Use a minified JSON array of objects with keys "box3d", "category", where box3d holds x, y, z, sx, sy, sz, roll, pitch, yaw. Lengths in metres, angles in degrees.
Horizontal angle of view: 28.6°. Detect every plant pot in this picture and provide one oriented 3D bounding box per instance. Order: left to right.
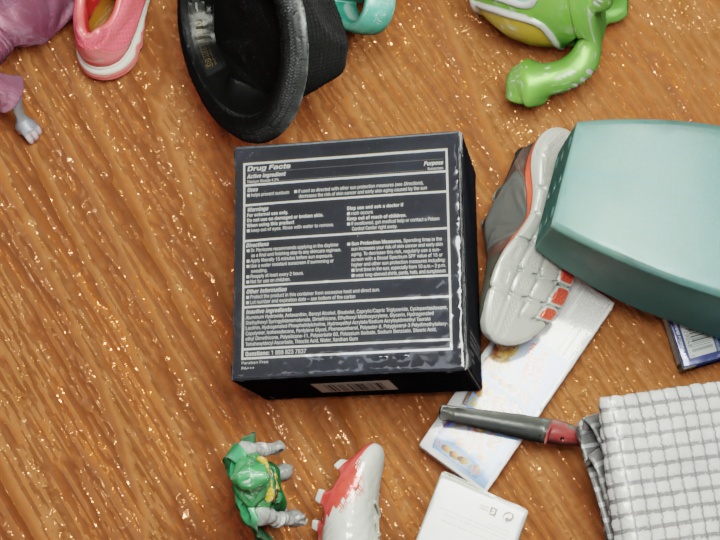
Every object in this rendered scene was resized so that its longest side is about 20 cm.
[{"box3d":[0.251,-0.042,1.144,0.198,0.141,0.143,17,79,1],"category":"plant pot"}]

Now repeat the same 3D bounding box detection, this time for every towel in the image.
[{"box3d":[0.280,0.178,1.152,0.198,0.086,0.168,-7,78,-16],"category":"towel"}]

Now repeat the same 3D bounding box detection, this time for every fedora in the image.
[{"box3d":[-0.074,-0.207,1.199,0.091,0.200,0.202,-12,74,-35],"category":"fedora"}]

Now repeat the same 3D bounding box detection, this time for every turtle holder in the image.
[{"box3d":[0.166,-0.254,1.258,0.130,0.141,0.187,-2,117,18],"category":"turtle holder"}]

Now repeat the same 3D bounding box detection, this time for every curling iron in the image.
[{"box3d":[0.161,0.146,1.191,0.198,0.026,0.050,18,79,-6],"category":"curling iron"}]

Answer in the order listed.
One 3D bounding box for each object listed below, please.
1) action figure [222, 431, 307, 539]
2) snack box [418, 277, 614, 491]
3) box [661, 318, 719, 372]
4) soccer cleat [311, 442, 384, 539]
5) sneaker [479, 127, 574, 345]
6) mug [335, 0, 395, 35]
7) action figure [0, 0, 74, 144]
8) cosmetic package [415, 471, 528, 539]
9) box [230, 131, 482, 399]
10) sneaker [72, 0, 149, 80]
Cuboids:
[{"box3d":[-0.077,0.175,1.132,0.054,0.200,0.119,-16,77,0],"category":"action figure"},{"box3d":[0.136,0.091,1.226,0.072,0.024,0.201,34,82,10],"category":"snack box"},{"box3d":[0.354,0.003,1.226,0.198,0.032,0.122,-16,77,1],"category":"box"},{"box3d":[-0.006,0.245,1.175,0.084,0.069,0.202,18,84,24],"category":"soccer cleat"},{"box3d":[0.140,-0.025,1.229,0.077,0.082,0.202,32,68,-26],"category":"sneaker"},{"box3d":[-0.019,-0.305,1.259,0.151,0.114,0.186,35,59,-14],"category":"mug"},{"box3d":[-0.332,-0.208,1.268,0.133,0.149,0.201,26,67,3],"category":"action figure"},{"box3d":[0.065,0.276,1.147,0.080,0.113,0.202,22,78,9],"category":"cosmetic package"},{"box3d":[0.000,0.000,1.197,0.198,0.123,0.201,-3,77,10],"category":"box"},{"box3d":[-0.216,-0.279,1.300,0.073,0.087,0.202,11,78,5],"category":"sneaker"}]
